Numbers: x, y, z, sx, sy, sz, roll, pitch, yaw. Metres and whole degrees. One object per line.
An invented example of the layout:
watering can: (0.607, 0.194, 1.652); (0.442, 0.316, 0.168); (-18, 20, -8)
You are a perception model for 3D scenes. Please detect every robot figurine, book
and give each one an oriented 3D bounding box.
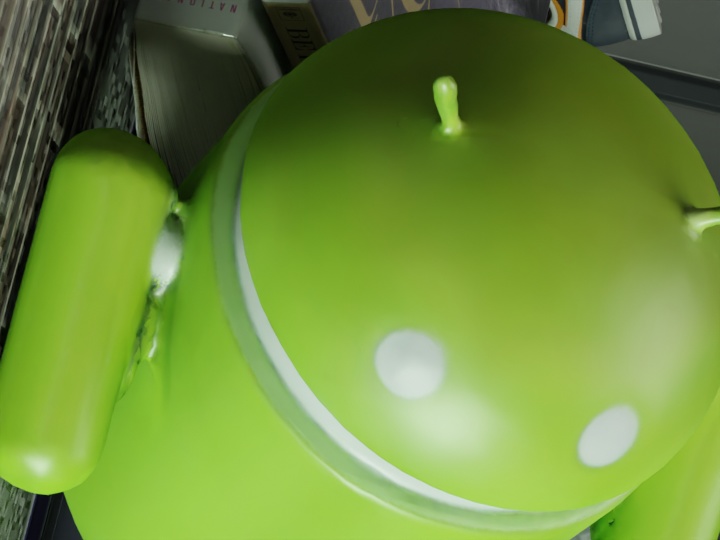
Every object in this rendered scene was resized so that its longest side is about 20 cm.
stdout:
robot figurine: (0.005, 0.019, 0.651); (0.200, 0.175, 0.116); (-44, -145, 51)
book: (-0.010, -0.113, 0.742); (0.134, 0.048, 0.201); (84, 20, -64)

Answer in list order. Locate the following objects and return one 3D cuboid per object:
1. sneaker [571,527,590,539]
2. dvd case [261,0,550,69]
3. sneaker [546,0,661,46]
sneaker: (0.066, 0.019, 0.979); (0.077, 0.203, 0.146); (-20, -158, 47)
dvd case: (0.019, -0.089, 0.740); (0.200, 0.016, 0.149); (63, 38, -59)
sneaker: (0.099, -0.206, 1.526); (0.078, 0.079, 0.201); (-79, 155, -64)
